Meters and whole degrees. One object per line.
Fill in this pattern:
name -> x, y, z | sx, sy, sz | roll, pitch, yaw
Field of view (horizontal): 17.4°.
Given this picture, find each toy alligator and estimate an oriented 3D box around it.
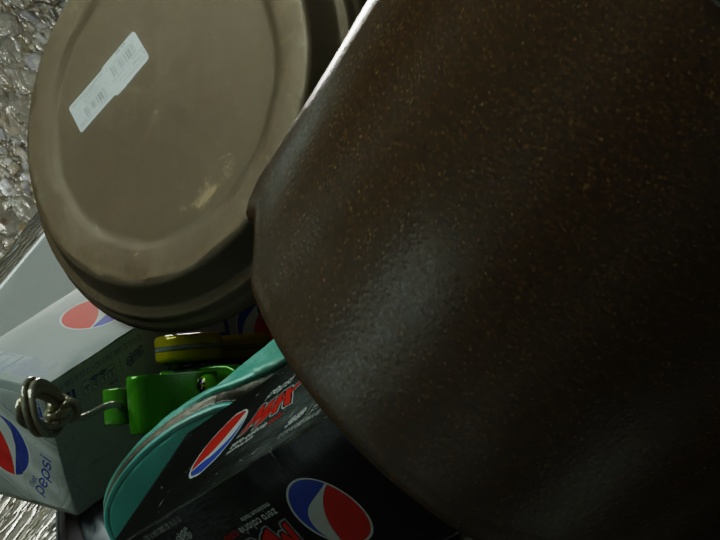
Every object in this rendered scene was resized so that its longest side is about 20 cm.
toy alligator -> -0.068, 0.056, 1.024 | 0.054, 0.060, 0.200 | -7, -5, 30

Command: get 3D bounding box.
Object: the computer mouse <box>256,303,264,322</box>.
computer mouse -> 0.000, 0.000, 1.016 | 0.059, 0.034, 0.200 | -53, -9, 16

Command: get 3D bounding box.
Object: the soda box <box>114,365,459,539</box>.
soda box -> -0.012, 0.071, 0.847 | 0.200, 0.063, 0.071 | -34, 17, 52

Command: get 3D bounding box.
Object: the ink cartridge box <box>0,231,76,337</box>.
ink cartridge box -> -0.144, 0.043, 1.292 | 0.147, 0.086, 0.200 | -50, -10, -5

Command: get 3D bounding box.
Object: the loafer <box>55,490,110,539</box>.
loafer -> -0.123, 0.122, 1.118 | 0.063, 0.072, 0.200 | -52, 13, 7

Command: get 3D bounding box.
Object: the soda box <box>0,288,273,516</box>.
soda box -> -0.094, 0.034, 1.104 | 0.063, 0.068, 0.200 | 9, 32, 39

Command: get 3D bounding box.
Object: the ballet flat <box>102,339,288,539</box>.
ballet flat -> -0.022, 0.055, 0.963 | 0.200, 0.067, 0.070 | -38, 5, 27

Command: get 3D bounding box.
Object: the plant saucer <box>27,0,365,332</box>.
plant saucer -> -0.079, -0.073, 1.036 | 0.200, 0.029, 0.201 | -11, 72, 38

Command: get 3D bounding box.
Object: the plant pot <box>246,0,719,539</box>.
plant pot -> 0.085, -0.044, 0.556 | 0.198, 0.200, 0.200 | -51, 7, 32
